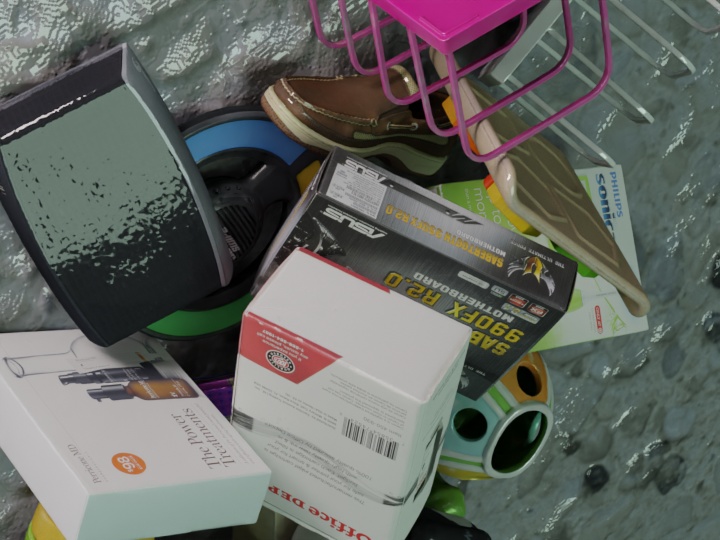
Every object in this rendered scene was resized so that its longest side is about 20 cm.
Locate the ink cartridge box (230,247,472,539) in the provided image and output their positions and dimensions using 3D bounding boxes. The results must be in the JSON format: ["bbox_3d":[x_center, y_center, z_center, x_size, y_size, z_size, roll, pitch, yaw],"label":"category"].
[{"bbox_3d":[-0.013,0.101,1.246,0.083,0.146,0.201,-53,163,-40],"label":"ink cartridge box"}]

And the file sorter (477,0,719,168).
[{"bbox_3d":[0.204,-0.190,1.324,0.200,0.124,0.139,-50,-177,4],"label":"file sorter"}]

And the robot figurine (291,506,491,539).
[{"bbox_3d":[0.032,0.261,1.458,0.199,0.125,0.151,20,100,-34],"label":"robot figurine"}]

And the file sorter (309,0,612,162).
[{"bbox_3d":[0.065,-0.187,1.200,0.139,0.200,0.126,-31,136,-17],"label":"file sorter"}]

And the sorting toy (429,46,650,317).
[{"bbox_3d":[0.129,-0.065,1.289,0.036,0.186,0.200,-38,132,15],"label":"sorting toy"}]

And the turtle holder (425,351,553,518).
[{"bbox_3d":[0.089,0.130,1.514,0.186,0.132,0.141,-48,139,1],"label":"turtle holder"}]

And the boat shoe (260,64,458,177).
[{"bbox_3d":[0.008,-0.127,1.293,0.075,0.075,0.202,-51,151,22],"label":"boat shoe"}]

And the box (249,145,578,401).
[{"bbox_3d":[0.036,0.007,1.252,0.199,0.048,0.158,26,145,-9],"label":"box"}]

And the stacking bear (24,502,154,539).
[{"bbox_3d":[-0.213,0.205,1.344,0.113,0.121,0.201,-10,123,-42],"label":"stacking bear"}]

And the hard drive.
[{"bbox_3d":[-0.174,-0.044,1.194,0.134,0.042,0.201,-27,124,-6],"label":"hard drive"}]

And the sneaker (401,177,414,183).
[{"bbox_3d":[0.000,0.000,1.377,0.200,0.079,0.095,-60,171,30],"label":"sneaker"}]

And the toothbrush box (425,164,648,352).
[{"bbox_3d":[0.132,-0.004,1.430,0.199,0.086,0.146,-7,87,-35],"label":"toothbrush box"}]

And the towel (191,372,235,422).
[{"bbox_3d":[-0.099,0.134,1.385,0.199,0.023,0.144,-9,130,2],"label":"towel"}]

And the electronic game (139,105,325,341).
[{"bbox_3d":[-0.109,-0.033,1.294,0.199,0.042,0.201,-22,133,-25],"label":"electronic game"}]

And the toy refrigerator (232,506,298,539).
[{"bbox_3d":[-0.069,0.248,1.524,0.076,0.070,0.201,-25,135,-32],"label":"toy refrigerator"}]

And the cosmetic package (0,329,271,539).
[{"bbox_3d":[-0.179,0.113,1.229,0.150,0.200,0.052,-4,123,-38],"label":"cosmetic package"}]
